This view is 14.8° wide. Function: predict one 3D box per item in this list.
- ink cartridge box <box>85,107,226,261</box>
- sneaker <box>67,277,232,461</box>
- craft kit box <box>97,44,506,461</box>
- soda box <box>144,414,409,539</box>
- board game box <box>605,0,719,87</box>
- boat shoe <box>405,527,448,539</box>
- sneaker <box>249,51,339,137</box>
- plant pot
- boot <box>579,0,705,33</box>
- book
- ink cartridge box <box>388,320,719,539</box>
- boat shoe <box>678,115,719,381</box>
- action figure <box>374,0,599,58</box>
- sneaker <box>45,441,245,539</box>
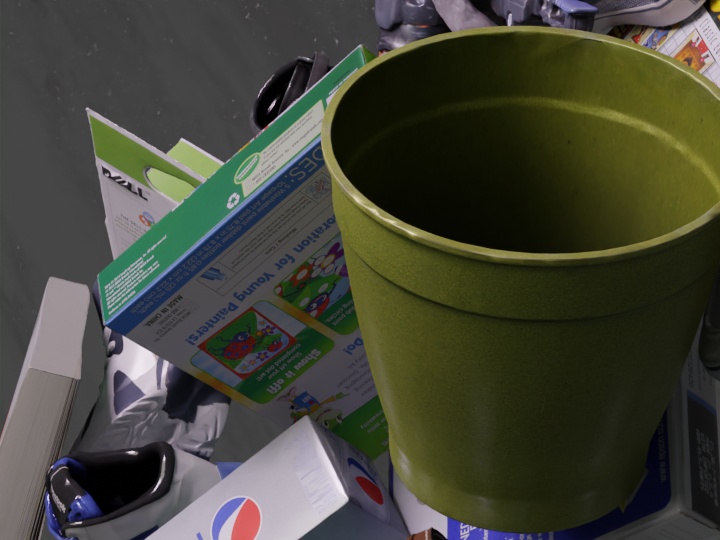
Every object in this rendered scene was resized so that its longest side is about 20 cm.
[{"bbox_3d":[-0.069,-0.020,1.582,0.148,0.200,0.076,32,62,22],"label":"ink cartridge box"},{"bbox_3d":[-0.139,0.063,1.750,0.199,0.079,0.130,-58,34,1],"label":"sneaker"},{"bbox_3d":[0.000,0.000,1.462,0.200,0.197,0.049,-39,37,22],"label":"craft kit box"},{"bbox_3d":[-0.075,0.169,1.509,0.200,0.068,0.064,-38,52,12],"label":"soda box"},{"bbox_3d":[0.192,-0.114,1.510,0.105,0.023,0.200,-44,27,15],"label":"board game box"},{"bbox_3d":[0.080,0.212,1.382,0.074,0.076,0.200,-34,58,12],"label":"boat shoe"},{"bbox_3d":[0.013,-0.090,1.669,0.200,0.099,0.071,-10,55,44],"label":"sneaker"},{"bbox_3d":[0.079,0.015,1.340,0.200,0.200,0.193,-118,24,-50],"label":"plant pot"},{"bbox_3d":[0.121,-0.184,1.593,0.200,0.090,0.073,-6,50,61],"label":"boot"},{"bbox_3d":[-0.213,0.120,1.732,0.134,0.048,0.200,-93,19,-66],"label":"book"},{"bbox_3d":[0.101,0.083,1.486,0.200,0.047,0.198,-29,46,36],"label":"ink cartridge box"},{"bbox_3d":[0.198,-0.048,1.355,0.075,0.086,0.202,8,70,62],"label":"boat shoe"},{"bbox_3d":[0.047,-0.132,1.537,0.200,0.104,0.194,-158,77,-68],"label":"action figure"},{"bbox_3d":[-0.159,0.167,1.664,0.199,0.115,0.081,-46,36,16],"label":"sneaker"}]
